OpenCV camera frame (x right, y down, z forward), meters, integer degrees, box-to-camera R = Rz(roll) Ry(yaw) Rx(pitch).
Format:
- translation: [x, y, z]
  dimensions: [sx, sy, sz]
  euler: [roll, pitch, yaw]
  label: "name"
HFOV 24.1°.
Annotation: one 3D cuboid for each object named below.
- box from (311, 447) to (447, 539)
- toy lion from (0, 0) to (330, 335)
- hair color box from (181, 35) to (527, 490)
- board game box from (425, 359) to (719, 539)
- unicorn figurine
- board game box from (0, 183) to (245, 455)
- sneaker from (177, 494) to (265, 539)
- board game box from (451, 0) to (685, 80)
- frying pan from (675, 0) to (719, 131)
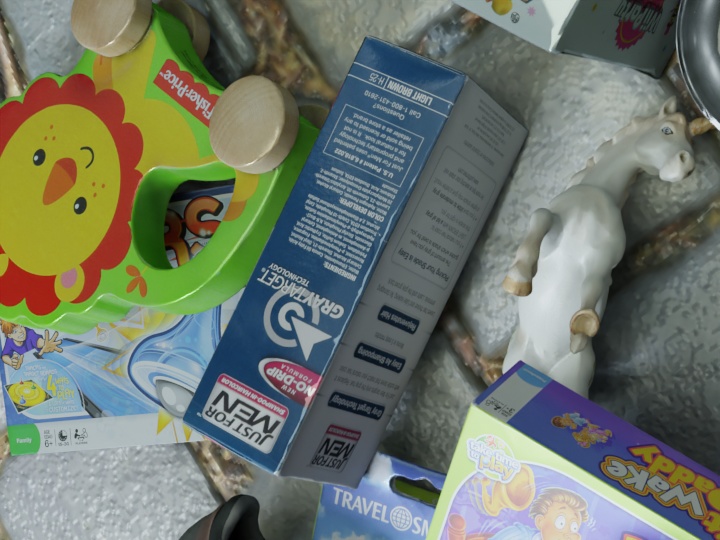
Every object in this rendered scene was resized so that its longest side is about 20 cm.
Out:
- translation: [0.026, 0.193, 0.860]
  dimensions: [0.122, 0.048, 0.201]
  euler: [15, 101, 27]
  label: "box"
- translation: [-0.125, -0.044, 0.886]
  dimensions: [0.200, 0.069, 0.192]
  euler: [39, 101, 35]
  label: "toy lion"
- translation: [0.000, 0.000, 0.806]
  dimensions: [0.060, 0.100, 0.200]
  euler: [25, 89, 25]
  label: "hair color box"
- translation: [0.122, 0.145, 0.703]
  dimensions: [0.200, 0.045, 0.135]
  euler: [30, 126, 21]
  label: "board game box"
- translation: [0.102, 0.006, 0.774]
  dimensions: [0.074, 0.137, 0.200]
  euler: [30, 122, 2]
  label: "unicorn figurine"
- translation: [-0.115, 0.028, 0.933]
  dimensions: [0.199, 0.034, 0.136]
  euler: [-8, 90, 28]
  label: "board game box"
- translation: [-0.023, 0.191, 0.821]
  dimensions: [0.200, 0.077, 0.082]
  euler: [45, 107, 19]
  label: "sneaker"
- translation: [0.045, -0.162, 0.771]
  dimensions: [0.200, 0.147, 0.064]
  euler: [32, 105, 22]
  label: "board game box"
- translation: [0.215, -0.139, 0.741]
  dimensions: [0.115, 0.031, 0.190]
  euler: [28, 96, 8]
  label: "frying pan"
